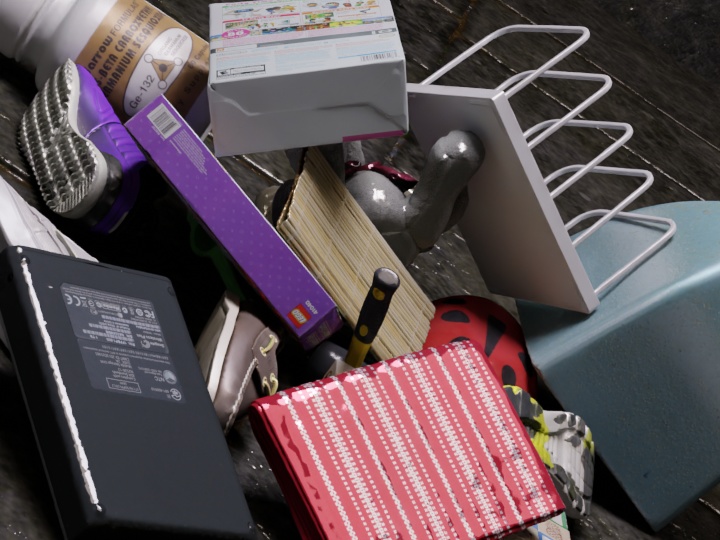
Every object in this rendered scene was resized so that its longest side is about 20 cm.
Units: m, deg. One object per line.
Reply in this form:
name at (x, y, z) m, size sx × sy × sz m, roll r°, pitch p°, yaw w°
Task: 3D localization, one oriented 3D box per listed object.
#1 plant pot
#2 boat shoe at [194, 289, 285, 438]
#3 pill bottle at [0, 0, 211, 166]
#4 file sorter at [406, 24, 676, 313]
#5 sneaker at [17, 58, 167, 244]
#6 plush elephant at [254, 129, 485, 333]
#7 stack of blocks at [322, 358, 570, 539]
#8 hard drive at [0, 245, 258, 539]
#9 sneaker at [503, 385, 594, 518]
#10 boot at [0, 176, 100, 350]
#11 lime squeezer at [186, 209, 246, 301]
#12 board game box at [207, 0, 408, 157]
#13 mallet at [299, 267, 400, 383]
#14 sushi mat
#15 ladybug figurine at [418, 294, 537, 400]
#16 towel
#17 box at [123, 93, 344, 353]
plant pot at (0.265, 0.055, 1.867) m, size 0.197 × 0.200 × 0.196 m, roll 53°, pitch 11°, yaw -22°
boat shoe at (-0.085, 0.071, 1.541) m, size 0.059 × 0.072 × 0.200 m, roll 29°, pitch 14°, yaw -8°
pill bottle at (-0.207, -0.175, 1.851) m, size 0.200 × 0.115 × 0.114 m, roll 33°, pitch 19°, yaw -3°
file sorter at (0.148, -0.089, 1.817) m, size 0.139 × 0.124 × 0.200 m, roll 11°, pitch -47°, yaw 56°
sneaker at (-0.201, -0.083, 1.730) m, size 0.099 × 0.070 × 0.200 m, roll 31°, pitch 22°, yaw -32°
plush elephant at (-0.005, -0.057, 1.800) m, size 0.164 × 0.201 × 0.155 m, roll -5°, pitch 32°, yaw -17°
stack of blocks at (0.050, 0.156, 1.573) m, size 0.200 × 0.059 × 0.115 m, roll 31°, pitch 19°, yaw -10°
hard drive at (-0.147, 0.083, 1.379) m, size 0.139 × 0.033 × 0.200 m, roll 14°, pitch 45°, yaw -46°
sneaker at (0.116, 0.137, 1.706) m, size 0.200 × 0.084 × 0.075 m, roll 41°, pitch 50°, yaw -51°
boot at (-0.222, -0.003, 1.506) m, size 0.095 × 0.074 × 0.200 m, roll 15°, pitch 35°, yaw -57°
lime squeezer at (-0.113, -0.023, 1.788) m, size 0.200 × 0.038 × 0.071 m, roll -97°, pitch 161°, yaw -66°
board game box at (-0.043, -0.156, 1.712) m, size 0.147 × 0.065 × 0.200 m, roll -6°, pitch 24°, yaw -1°
mallet at (0.009, 0.056, 1.602) m, size 0.066 × 0.200 × 0.041 m, roll 38°, pitch 63°, yaw 1°
sushi mat at (0.000, 0.000, 1.691) m, size 0.200 × 0.012 × 0.096 m, roll 53°, pitch 36°, yaw -35°
ladybug figurine at (0.090, 0.076, 1.812) m, size 0.136 × 0.072 × 0.200 m, roll 33°, pitch 19°, yaw -6°
towel at (0.031, 0.128, 1.494) m, size 0.200 × 0.022 × 0.145 m, roll -14°, pitch 69°, yaw -36°
box at (-0.090, -0.031, 1.638) m, size 0.200 × 0.039 × 0.137 m, roll 50°, pitch -3°, yaw 7°
